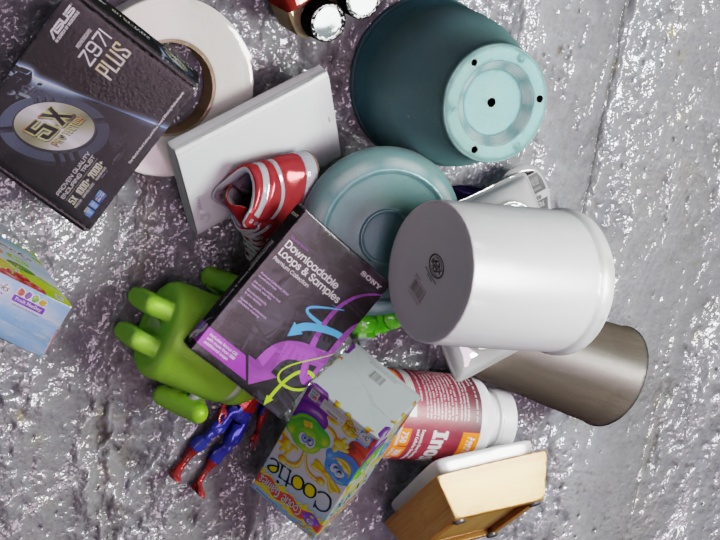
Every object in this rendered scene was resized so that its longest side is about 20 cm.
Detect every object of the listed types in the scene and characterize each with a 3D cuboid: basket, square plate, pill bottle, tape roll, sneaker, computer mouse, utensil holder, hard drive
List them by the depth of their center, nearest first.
[{"bbox_3d":[-0.216,-0.206,1.577,0.201,0.037,0.204,-7,108,-22],"label":"tape roll"},{"bbox_3d":[0.156,0.006,1.588,0.199,0.170,0.171,5,104,-35],"label":"utensil holder"},{"bbox_3d":[-0.117,-0.137,1.616,0.199,0.026,0.132,-30,141,-18],"label":"hard drive"},{"bbox_3d":[-0.119,-0.041,1.625,0.112,0.071,0.201,-11,125,-41],"label":"sneaker"},{"bbox_3d":[0.162,0.005,1.720,0.197,0.028,0.201,-24,93,-20],"label":"square plate"},{"bbox_3d":[0.094,0.184,1.796,0.199,0.113,0.114,6,103,-26],"label":"pill bottle"},{"bbox_3d":[0.238,0.107,1.821,0.199,0.180,0.137,19,79,-20],"label":"basket"},{"bbox_3d":[0.219,-0.054,1.824,0.109,0.044,0.201,-26,120,-11],"label":"computer mouse"}]

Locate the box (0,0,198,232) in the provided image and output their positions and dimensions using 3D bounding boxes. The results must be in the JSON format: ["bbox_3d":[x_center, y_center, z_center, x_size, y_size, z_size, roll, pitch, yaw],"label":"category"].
[{"bbox_3d":[-0.291,-0.172,1.485,0.163,0.086,0.200,38,100,-16],"label":"box"}]

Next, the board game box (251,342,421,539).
[{"bbox_3d":[-0.031,0.204,1.681,0.103,0.105,0.201,-39,163,-49],"label":"board game box"}]

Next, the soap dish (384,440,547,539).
[{"bbox_3d":[0.136,0.292,1.806,0.156,0.200,0.082,-9,68,-23],"label":"soap dish"}]

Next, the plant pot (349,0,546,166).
[{"bbox_3d":[0.115,-0.209,1.644,0.199,0.188,0.202,-7,108,-23],"label":"plant pot"}]

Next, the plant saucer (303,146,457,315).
[{"bbox_3d":[0.027,-0.041,1.629,0.199,0.027,0.202,-5,107,-18],"label":"plant saucer"}]

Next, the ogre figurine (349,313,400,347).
[{"bbox_3d":[0.000,0.000,1.707,0.120,0.098,0.201,-42,129,-20],"label":"ogre figurine"}]

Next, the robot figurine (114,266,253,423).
[{"bbox_3d":[-0.180,0.085,1.636,0.199,0.115,0.177,23,87,-29],"label":"robot figurine"}]

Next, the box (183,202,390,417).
[{"bbox_3d":[-0.079,0.046,1.580,0.143,0.036,0.200,40,88,-27],"label":"box"}]

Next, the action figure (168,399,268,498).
[{"bbox_3d":[-0.151,0.181,1.721,0.065,0.052,0.201,36,86,-25],"label":"action figure"}]

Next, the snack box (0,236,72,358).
[{"bbox_3d":[-0.402,-0.002,1.458,0.168,0.200,0.068,30,92,-30],"label":"snack box"}]

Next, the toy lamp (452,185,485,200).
[{"bbox_3d":[0.124,-0.003,1.786,0.058,0.058,0.202,1,105,-25],"label":"toy lamp"}]

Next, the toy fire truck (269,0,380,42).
[{"bbox_3d":[-0.047,-0.384,1.567,0.176,0.129,0.201,-34,127,-12],"label":"toy fire truck"}]
